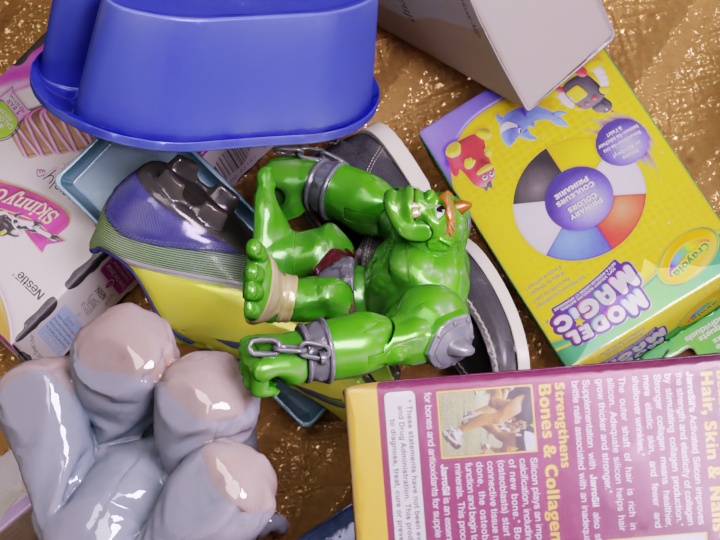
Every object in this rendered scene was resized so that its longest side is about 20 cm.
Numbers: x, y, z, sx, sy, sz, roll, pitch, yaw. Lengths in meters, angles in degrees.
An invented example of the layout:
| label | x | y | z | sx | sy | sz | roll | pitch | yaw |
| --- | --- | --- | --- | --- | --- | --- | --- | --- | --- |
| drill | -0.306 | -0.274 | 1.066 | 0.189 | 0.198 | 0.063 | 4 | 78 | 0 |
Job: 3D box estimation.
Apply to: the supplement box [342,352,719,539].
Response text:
| label | x | y | z | sx | sy | sz | roll | pitch | yaw |
| --- | --- | --- | --- | --- | --- | --- | --- | --- | --- |
| supplement box | 0.095 | 0.114 | 1.527 | 0.199 | 0.103 | 0.132 | -4 | 86 | 2 |

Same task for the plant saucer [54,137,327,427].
| label | x | y | z | sx | sy | sz | roll | pitch | yaw |
| --- | --- | --- | --- | --- | --- | --- | --- | --- | --- |
| plant saucer | -0.078 | -0.004 | 1.691 | 0.200 | 0.019 | 0.070 | 44 | 83 | 4 |

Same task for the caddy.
| label | x | y | z | sx | sy | sz | roll | pitch | yaw |
| --- | --- | --- | --- | --- | --- | --- | --- | --- | --- |
| caddy | -0.082 | -0.120 | 1.660 | 0.199 | 0.105 | 0.141 | -5 | 32 | -24 |

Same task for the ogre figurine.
| label | x | y | z | sx | sy | sz | roll | pitch | yaw |
| --- | --- | --- | --- | --- | --- | --- | --- | --- | --- |
| ogre figurine | 0.000 | 0.000 | 1.571 | 0.119 | 0.200 | 0.099 | 3 | 103 | -1 |

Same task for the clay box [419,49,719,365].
| label | x | y | z | sx | sy | sz | roll | pitch | yaw |
| --- | --- | --- | --- | --- | --- | --- | --- | --- | --- |
| clay box | 0.131 | -0.023 | 1.657 | 0.115 | 0.048 | 0.200 | -32 | 62 | 0 |

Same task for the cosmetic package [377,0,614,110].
| label | x | y | z | sx | sy | sz | roll | pitch | yaw |
| --- | --- | --- | --- | --- | --- | --- | --- | --- | --- |
| cosmetic package | 0.042 | -0.178 | 1.688 | 0.071 | 0.105 | 0.200 | -41 | 40 | -13 |

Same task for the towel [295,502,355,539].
| label | x | y | z | sx | sy | sz | roll | pitch | yaw |
| --- | --- | --- | --- | --- | --- | --- | --- | --- | --- |
| towel | 0.049 | 0.156 | 1.603 | 0.200 | 0.049 | 0.112 | -31 | 83 | -1 |

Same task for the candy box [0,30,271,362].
| label | x | y | z | sx | sy | sz | roll | pitch | yaw |
| --- | --- | --- | --- | --- | --- | --- | --- | --- | --- |
| candy box | -0.166 | -0.056 | 1.753 | 0.136 | 0.061 | 0.200 | 40 | 82 | 25 |

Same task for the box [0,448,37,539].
| label | x | y | z | sx | sy | sz | roll | pitch | yaw |
| --- | --- | --- | --- | --- | --- | --- | --- | --- | --- |
| box | -0.192 | 0.128 | 1.691 | 0.200 | 0.041 | 0.039 | -39 | 62 | -3 |

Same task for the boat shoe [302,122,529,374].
| label | x | y | z | sx | sy | sz | roll | pitch | yaw |
| --- | --- | --- | --- | --- | --- | --- | --- | --- | --- |
| boat shoe | 0.027 | 0.003 | 1.661 | 0.067 | 0.072 | 0.200 | -19 | 53 | -24 |

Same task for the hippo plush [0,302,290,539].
| label | x | y | z | sx | sy | sz | roll | pitch | yaw |
| --- | --- | --- | --- | --- | --- | --- | --- | --- | --- |
| hippo plush | -0.090 | 0.120 | 1.592 | 0.159 | 0.161 | 0.201 | -9 | 83 | 25 |

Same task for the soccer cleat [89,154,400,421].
| label | x | y | z | sx | sy | sz | roll | pitch | yaw |
| --- | --- | --- | --- | --- | --- | --- | --- | --- | --- |
| soccer cleat | -0.062 | 0.024 | 1.659 | 0.200 | 0.065 | 0.084 | 42 | 112 | -2 |
